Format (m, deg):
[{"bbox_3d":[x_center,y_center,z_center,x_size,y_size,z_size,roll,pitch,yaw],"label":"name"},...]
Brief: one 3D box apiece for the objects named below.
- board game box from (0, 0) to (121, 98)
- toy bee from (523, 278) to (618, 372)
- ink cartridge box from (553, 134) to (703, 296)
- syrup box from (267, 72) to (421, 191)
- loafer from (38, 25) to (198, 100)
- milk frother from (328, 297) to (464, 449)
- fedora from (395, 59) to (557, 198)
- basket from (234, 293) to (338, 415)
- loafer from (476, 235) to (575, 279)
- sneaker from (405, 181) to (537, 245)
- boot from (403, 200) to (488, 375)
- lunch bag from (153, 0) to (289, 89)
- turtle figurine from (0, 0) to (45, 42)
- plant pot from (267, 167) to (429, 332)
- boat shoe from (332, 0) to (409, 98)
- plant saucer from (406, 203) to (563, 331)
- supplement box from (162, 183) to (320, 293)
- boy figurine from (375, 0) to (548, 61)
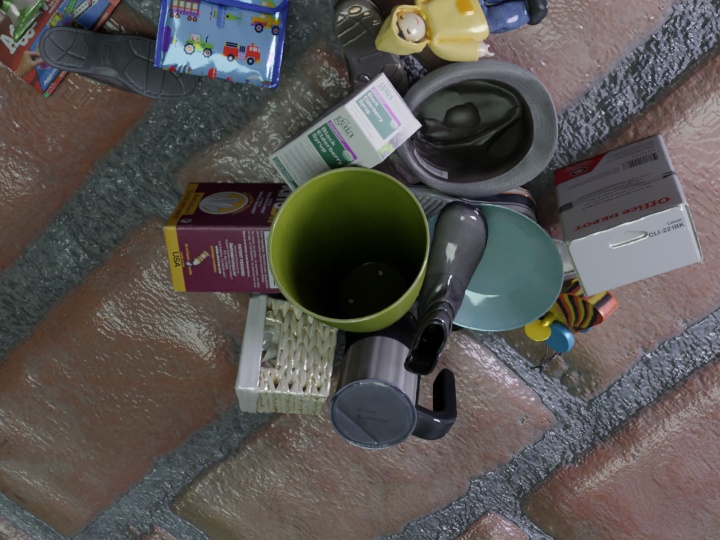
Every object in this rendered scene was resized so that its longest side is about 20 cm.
[{"bbox_3d":[-0.385,-0.323,1.277,0.103,0.019,0.200,39,117,-14],"label":"board game box"},{"bbox_3d":[0.256,0.061,1.367,0.109,0.131,0.200,47,129,8],"label":"toy bee"},{"bbox_3d":[0.321,-0.070,1.227,0.144,0.200,0.084,-19,116,17],"label":"ink cartridge box"},{"bbox_3d":[-0.023,-0.157,1.231,0.079,0.081,0.200,52,149,-11],"label":"syrup box"},{"bbox_3d":[-0.306,-0.264,1.279,0.199,0.063,0.072,12,90,-19],"label":"loafer"},{"bbox_3d":[0.060,0.113,1.372,0.180,0.188,0.201,9,120,1],"label":"milk frother"},{"bbox_3d":[0.140,-0.185,1.247,0.199,0.090,0.177,-16,117,13],"label":"fedora"},{"bbox_3d":[-0.099,0.124,1.382,0.123,0.136,0.200,8,164,-2],"label":"basket"},{"bbox_3d":[0.201,-0.017,1.340,0.199,0.070,0.070,0,86,6],"label":"loafer"},{"bbox_3d":[0.132,-0.083,1.316,0.199,0.080,0.079,10,129,7],"label":"sneaker"},{"bbox_3d":[0.104,0.027,1.223,0.069,0.132,0.201,13,129,6],"label":"boot"},{"bbox_3d":[-0.159,-0.335,1.204,0.150,0.094,0.201,8,110,-11],"label":"lunch bag"},{"bbox_3d":[-0.483,-0.342,1.184,0.194,0.200,0.144,39,127,-15],"label":"turtle figurine"},{"bbox_3d":[0.000,0.000,1.227,0.186,0.188,0.200,-2,161,8],"label":"plant pot"},{"bbox_3d":[0.015,-0.262,1.233,0.074,0.074,0.200,-12,138,4],"label":"boat shoe"},{"bbox_3d":[0.161,-0.010,1.290,0.200,0.039,0.202,8,129,10],"label":"plant saucer"},{"bbox_3d":[-0.146,-0.045,1.342,0.199,0.131,0.104,0,120,6],"label":"supplement box"},{"bbox_3d":[0.109,-0.300,1.158,0.199,0.064,0.125,-16,92,-13],"label":"boy figurine"}]
